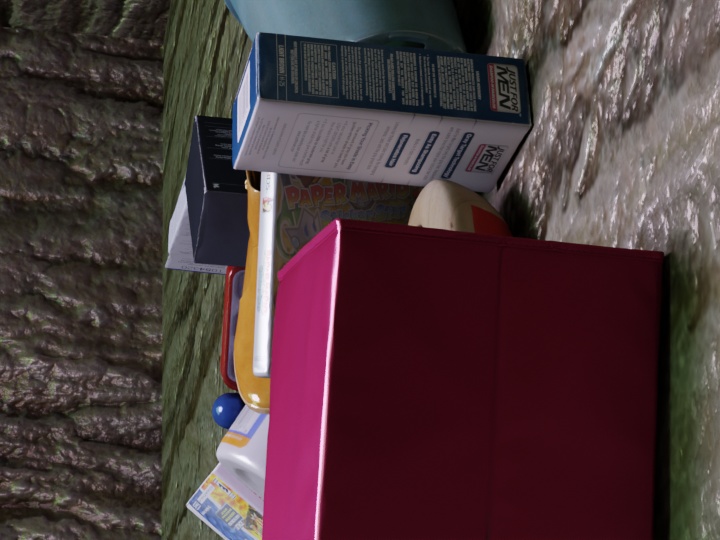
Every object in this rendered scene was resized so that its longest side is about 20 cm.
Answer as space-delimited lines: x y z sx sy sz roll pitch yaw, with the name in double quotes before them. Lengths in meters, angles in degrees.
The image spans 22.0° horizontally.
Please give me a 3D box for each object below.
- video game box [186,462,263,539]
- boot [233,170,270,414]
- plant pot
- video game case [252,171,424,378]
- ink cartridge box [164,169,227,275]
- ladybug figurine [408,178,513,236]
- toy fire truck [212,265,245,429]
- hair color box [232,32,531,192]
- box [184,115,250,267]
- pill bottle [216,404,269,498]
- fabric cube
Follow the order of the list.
"video game box" -0.072 0.249 1.740 0.047 0.182 0.200 -52 -1 -20
"boot" -0.070 -0.004 1.441 0.201 0.071 0.144 -84 -10 -45
"plant pot" -0.003 -0.200 1.524 0.200 0.200 0.196 105 156 -44
"video game case" 0.000 0.000 1.439 0.023 0.200 0.182 -6 78 45
"ink cartridge box" -0.084 -0.042 1.811 0.200 0.196 0.043 126 147 -68
"ladybug figurine" 0.074 0.030 1.322 0.136 0.072 0.200 115 156 -62
"toy fire truck" -0.046 0.087 1.648 0.112 0.168 0.200 -121 35 -70
"hair color box" 0.013 -0.113 1.346 0.100 0.200 0.061 118 154 -60
"box" -0.049 -0.064 1.632 0.141 0.200 0.079 -105 24 -59
"pill bottle" -0.020 0.099 1.515 0.200 0.112 0.112 -56 4 -15
"fabric cube" 0.054 0.092 1.094 0.196 0.200 0.200 138 136 -75
